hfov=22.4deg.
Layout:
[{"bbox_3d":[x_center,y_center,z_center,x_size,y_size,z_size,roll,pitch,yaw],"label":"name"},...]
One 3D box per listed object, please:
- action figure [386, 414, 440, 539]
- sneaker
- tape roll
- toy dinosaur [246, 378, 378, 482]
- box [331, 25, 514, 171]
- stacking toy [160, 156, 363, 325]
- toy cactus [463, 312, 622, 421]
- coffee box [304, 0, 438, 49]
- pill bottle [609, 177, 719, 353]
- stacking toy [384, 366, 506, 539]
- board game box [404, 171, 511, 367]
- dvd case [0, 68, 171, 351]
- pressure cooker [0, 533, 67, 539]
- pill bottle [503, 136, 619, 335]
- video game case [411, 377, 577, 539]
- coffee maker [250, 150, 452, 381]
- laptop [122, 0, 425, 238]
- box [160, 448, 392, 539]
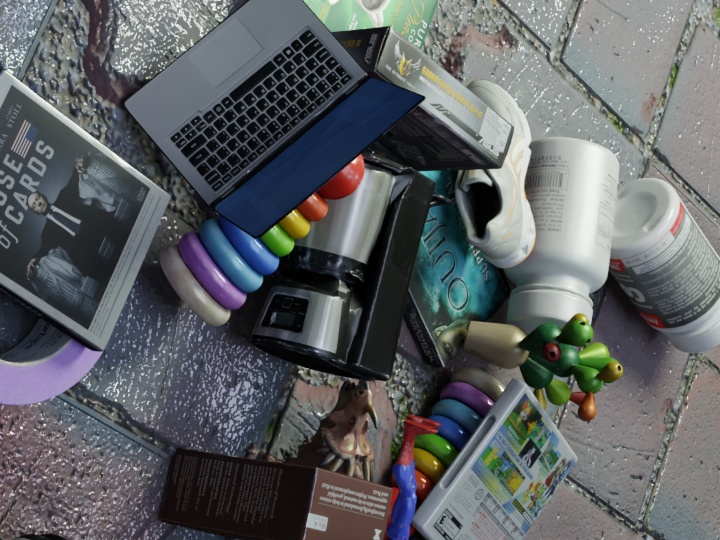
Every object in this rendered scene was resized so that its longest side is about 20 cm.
[{"bbox_3d":[0.063,0.252,1.767,0.065,0.098,0.202,-21,127,-81],"label":"action figure"},{"bbox_3d":[0.131,-0.108,1.869,0.092,0.075,0.202,23,54,-59],"label":"sneaker"},{"bbox_3d":[-0.294,0.008,1.500,0.199,0.065,0.202,-3,94,-45],"label":"tape roll"},{"bbox_3d":[-0.017,0.206,1.733,0.086,0.135,0.201,-40,119,-35],"label":"toy dinosaur"},{"bbox_3d":[0.028,-0.160,1.743,0.199,0.158,0.049,33,69,-40],"label":"box"},{"bbox_3d":[-0.079,-0.042,1.617,0.199,0.086,0.085,-38,125,6],"label":"stacking toy"},{"bbox_3d":[0.186,0.098,1.885,0.200,0.163,0.103,78,28,-76],"label":"toy cactus"},{"bbox_3d":[-0.013,-0.266,1.778,0.199,0.044,0.124,30,72,-41],"label":"coffee box"},{"bbox_3d":[0.356,-0.001,2.107,0.200,0.113,0.114,50,59,-34],"label":"pill bottle"},{"bbox_3d":[0.076,0.196,1.874,0.200,0.085,0.086,-48,123,-23],"label":"stacking toy"},{"bbox_3d":[0.079,-0.019,1.891,0.135,0.028,0.201,-45,121,-35],"label":"board game box"},{"bbox_3d":[-0.254,-0.046,1.475,0.200,0.025,0.151,38,66,-40],"label":"dvd case"},{"bbox_3d":[-0.278,0.307,1.451,0.199,0.178,0.178,-17,101,-42],"label":"pressure cooker"},{"bbox_3d":[0.211,-0.030,1.942,0.114,0.114,0.202,27,64,-42],"label":"pill bottle"},{"bbox_3d":[0.143,0.228,1.900,0.183,0.022,0.200,-53,145,-10],"label":"video game case"},{"bbox_3d":[0.000,0.000,1.723,0.191,0.134,0.202,17,84,-30],"label":"coffee maker"},{"bbox_3d":[-0.078,-0.145,1.563,0.187,0.116,0.200,-39,80,-9],"label":"laptop"},{"bbox_3d":[-0.078,0.209,1.627,0.100,0.199,0.076,21,78,-43],"label":"box"}]
